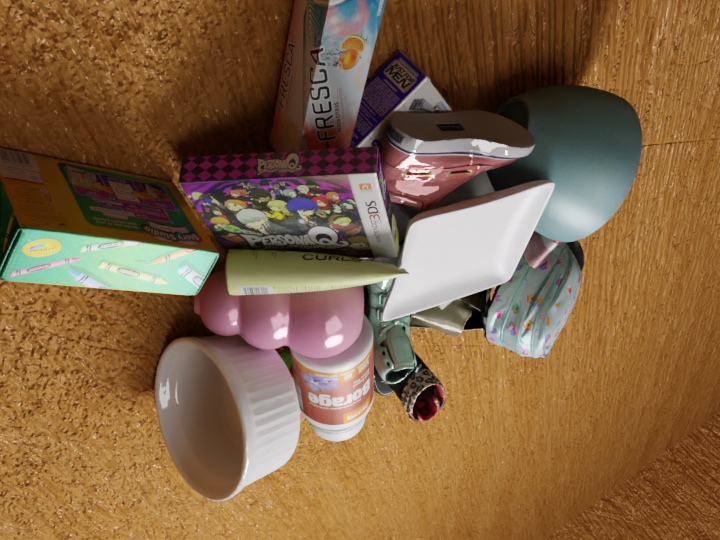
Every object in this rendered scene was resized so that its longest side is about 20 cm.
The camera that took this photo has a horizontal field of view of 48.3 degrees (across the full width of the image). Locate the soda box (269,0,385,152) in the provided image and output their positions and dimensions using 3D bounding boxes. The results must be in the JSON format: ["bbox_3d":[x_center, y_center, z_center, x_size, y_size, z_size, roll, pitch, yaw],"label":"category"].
[{"bbox_3d":[-0.037,-0.195,0.800,0.063,0.069,0.201,-10,134,-30],"label":"soda box"}]

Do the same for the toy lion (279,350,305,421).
[{"bbox_3d":[-0.148,0.202,1.169,0.199,0.069,0.193,4,120,-44],"label":"toy lion"}]

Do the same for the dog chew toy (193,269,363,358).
[{"bbox_3d":[-0.098,0.040,0.960,0.198,0.125,0.125,3,134,-9],"label":"dog chew toy"}]

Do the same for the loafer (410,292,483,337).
[{"bbox_3d":[0.140,0.063,1.257,0.199,0.070,0.076,-2,132,-41],"label":"loafer"}]

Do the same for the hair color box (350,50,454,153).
[{"bbox_3d":[0.012,-0.138,0.921,0.200,0.065,0.109,-42,145,8],"label":"hair color box"}]

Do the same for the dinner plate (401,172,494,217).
[{"bbox_3d":[0.119,-0.059,1.144,0.199,0.024,0.201,-25,144,-19],"label":"dinner plate"}]

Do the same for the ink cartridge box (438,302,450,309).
[{"bbox_3d":[0.150,-0.018,1.108,0.145,0.048,0.200,-40,170,0],"label":"ink cartridge box"}]

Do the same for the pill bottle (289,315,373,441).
[{"bbox_3d":[-0.036,0.146,1.104,0.112,0.112,0.201,-25,141,-19],"label":"pill bottle"}]

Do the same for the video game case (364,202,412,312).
[{"bbox_3d":[0.000,0.000,1.079,0.200,0.023,0.182,-38,144,10],"label":"video game case"}]

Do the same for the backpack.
[{"bbox_3d":[0.270,0.033,1.252,0.201,0.126,0.167,-59,144,-18],"label":"backpack"}]

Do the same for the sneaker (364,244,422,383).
[{"bbox_3d":[0.054,0.065,1.075,0.073,0.119,0.201,-11,140,-22],"label":"sneaker"}]

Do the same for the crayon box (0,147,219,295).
[{"bbox_3d":[-0.244,-0.042,0.745,0.199,0.119,0.058,8,125,-46],"label":"crayon box"}]

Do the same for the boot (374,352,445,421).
[{"bbox_3d":[0.064,0.171,1.238,0.073,0.151,0.201,-24,143,-20],"label":"boot"}]

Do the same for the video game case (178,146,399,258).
[{"bbox_3d":[-0.066,-0.063,0.846,0.198,0.036,0.182,-2,154,9],"label":"video game case"}]

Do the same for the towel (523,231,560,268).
[{"bbox_3d":[0.273,-0.120,1.092,0.023,0.145,0.200,17,129,-26],"label":"towel"}]

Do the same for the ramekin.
[{"bbox_3d":[-0.164,0.173,1.000,0.097,0.201,0.201,-13,138,-42],"label":"ramekin"}]

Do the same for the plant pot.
[{"bbox_3d":[0.233,-0.151,1.017,0.134,0.201,0.201,16,120,-27],"label":"plant pot"}]

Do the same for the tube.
[{"bbox_3d":[-0.047,0.000,0.887,0.198,0.058,0.052,0,135,1],"label":"tube"}]

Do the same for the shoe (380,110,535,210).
[{"bbox_3d":[0.103,-0.124,0.909,0.199,0.072,0.091,-5,136,-32],"label":"shoe"}]

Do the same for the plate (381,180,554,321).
[{"bbox_3d":[0.123,-0.029,0.982,0.199,0.032,0.200,-16,147,-21],"label":"plate"}]
